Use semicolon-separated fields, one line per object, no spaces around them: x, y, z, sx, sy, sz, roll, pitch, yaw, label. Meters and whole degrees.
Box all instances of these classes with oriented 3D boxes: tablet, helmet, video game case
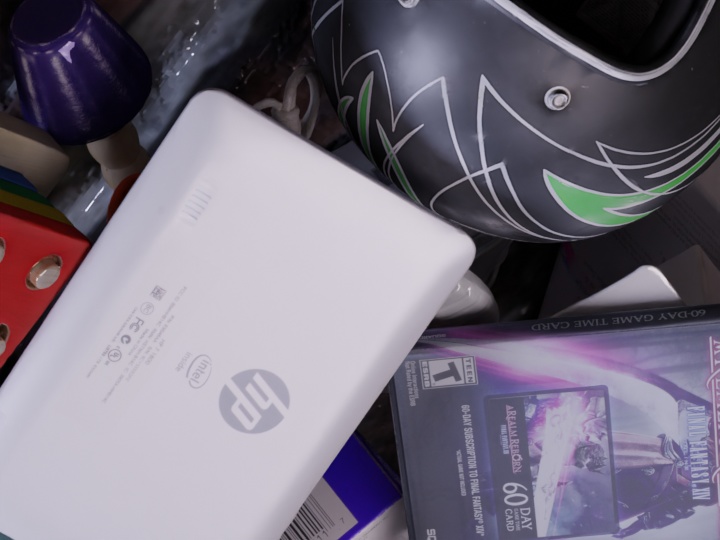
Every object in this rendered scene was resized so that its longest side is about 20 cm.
-0.059;0.039;1.133;0.130;0.014;0.200;30;107;-18;tablet
0.074;-0.105;1.184;0.191;0.200;0.200;-42;139;-11;helmet
0.116;0.078;1.244;0.199;0.019;0.143;-5;125;4;video game case

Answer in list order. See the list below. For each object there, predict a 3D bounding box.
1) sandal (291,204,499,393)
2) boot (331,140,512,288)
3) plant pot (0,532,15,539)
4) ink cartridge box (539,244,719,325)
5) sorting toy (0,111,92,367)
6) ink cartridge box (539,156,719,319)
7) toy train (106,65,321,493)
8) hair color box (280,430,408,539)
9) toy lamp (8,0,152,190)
0.007;-0.002;1.216;0.082;0.050;0.203;-15;156;9;sandal
0.050;-0.034;1.325;0.199;0.074;0.096;-27;143;-3;boot
-0.158;0.134;1.240;0.200;0.200;0.135;-45;112;5;plant pot
0.135;0.070;1.292;0.117;0.067;0.200;-29;120;21;ink cartridge box
-0.211;0.023;1.077;0.199;0.070;0.200;-51;151;10;sorting toy
0.148;0.026;1.390;0.067;0.117;0.201;-8;131;-31;ink cartridge box
-0.060;0.017;1.214;0.150;0.055;0.201;-45;141;-59;toy train
-0.013;0.146;1.391;0.109;0.065;0.200;-39;153;-1;hair color box
-0.094;-0.039;1.216;0.058;0.058;0.200;-34;139;-6;toy lamp
